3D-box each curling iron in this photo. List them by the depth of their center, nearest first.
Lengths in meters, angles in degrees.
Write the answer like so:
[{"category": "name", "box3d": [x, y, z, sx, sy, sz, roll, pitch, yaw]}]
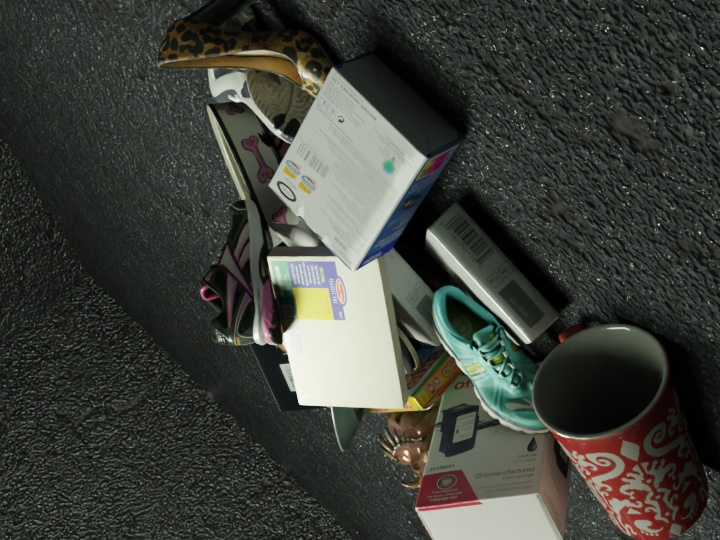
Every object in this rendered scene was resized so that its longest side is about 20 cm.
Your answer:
[{"category": "curling iron", "box3d": [0.028, -0.031, 1.464, 0.200, 0.025, 0.050, 40, 140, 42]}]

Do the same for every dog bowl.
[{"category": "dog bowl", "box3d": [-0.124, -0.131, 1.460, 0.200, 0.073, 0.201, 157, 90, -83]}]

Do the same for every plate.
[{"category": "plate", "box3d": [-0.015, 0.129, 1.465, 0.200, 0.025, 0.202, -4, -90, -84]}]

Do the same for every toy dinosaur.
[{"category": "toy dinosaur", "box3d": [0.071, 0.196, 1.443, 0.086, 0.135, 0.200, 50, 170, -11]}]

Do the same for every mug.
[{"category": "mug", "box3d": [0.270, 0.152, 1.140, 0.133, 0.178, 0.200, -11, 132, 28]}]

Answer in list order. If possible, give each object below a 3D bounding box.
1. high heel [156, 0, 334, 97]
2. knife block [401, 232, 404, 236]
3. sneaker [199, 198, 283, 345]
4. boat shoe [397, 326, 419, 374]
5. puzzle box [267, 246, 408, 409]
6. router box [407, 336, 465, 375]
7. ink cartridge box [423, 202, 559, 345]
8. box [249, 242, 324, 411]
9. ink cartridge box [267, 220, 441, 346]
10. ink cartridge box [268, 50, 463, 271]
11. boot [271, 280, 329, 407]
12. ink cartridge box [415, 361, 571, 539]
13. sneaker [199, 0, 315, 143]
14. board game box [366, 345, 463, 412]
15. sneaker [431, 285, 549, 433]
[{"category": "high heel", "box3d": [-0.116, -0.211, 1.232, 0.200, 0.142, 0.071, 45, 163, 12]}, {"category": "knife block", "box3d": [-0.018, -0.094, 1.359, 0.200, 0.064, 0.175, 52, 161, -22]}, {"category": "sneaker", "box3d": [-0.145, 0.001, 1.318, 0.081, 0.086, 0.201, 81, 179, -48]}, {"category": "boat shoe", "box3d": [-0.008, 0.065, 1.354, 0.200, 0.063, 0.072, 48, 163, -25]}, {"category": "puzzle box", "box3d": [-0.023, 0.065, 1.286, 0.132, 0.025, 0.201, 1, 119, 20]}, {"category": "router box", "box3d": [0.134, 0.127, 1.479, 0.149, 0.051, 0.201, 29, 152, 49]}, {"category": "ink cartridge box", "box3d": [0.140, 0.010, 1.268, 0.160, 0.047, 0.200, 47, 179, 5]}, {"category": "box", "box3d": [-0.077, 0.062, 1.597, 0.197, 0.116, 0.201, 75, -168, -54]}, {"category": "ink cartridge box", "box3d": [0.000, 0.000, 1.356, 0.200, 0.045, 0.176, 47, 163, -25]}, {"category": "ink cartridge box", "box3d": [-0.005, -0.098, 1.159, 0.136, 0.076, 0.200, 45, 129, 14]}, {"category": "boot", "box3d": [-0.075, 0.084, 1.415, 0.074, 0.075, 0.201, -88, -15, -64]}, {"category": "ink cartridge box", "box3d": [0.157, 0.205, 1.278, 0.144, 0.201, 0.085, -13, 125, 26]}, {"category": "sneaker", "box3d": [-0.121, -0.217, 1.344, 0.199, 0.079, 0.130, 48, 164, 6]}, {"category": "board game box", "box3d": [0.071, 0.133, 1.402, 0.030, 0.096, 0.200, 49, 160, -10]}, {"category": "sneaker", "box3d": [0.143, 0.096, 1.240, 0.200, 0.077, 0.080, 46, 169, 24]}]
